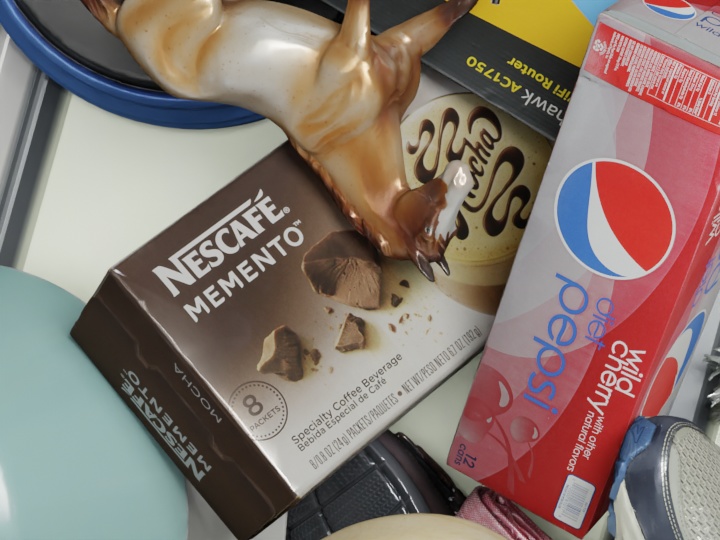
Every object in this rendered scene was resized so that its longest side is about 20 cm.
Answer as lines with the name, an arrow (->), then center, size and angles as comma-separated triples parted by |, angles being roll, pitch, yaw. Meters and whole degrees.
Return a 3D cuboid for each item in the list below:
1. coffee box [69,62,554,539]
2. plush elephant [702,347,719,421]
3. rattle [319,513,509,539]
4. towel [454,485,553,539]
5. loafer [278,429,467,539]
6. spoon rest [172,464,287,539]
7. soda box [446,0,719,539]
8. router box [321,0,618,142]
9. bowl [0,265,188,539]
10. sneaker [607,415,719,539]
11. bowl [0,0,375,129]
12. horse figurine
coffee box -> 0.000, 0.000, 0.903 | 0.200, 0.080, 0.113 | -37, 86, -26
plush elephant -> 0.238, 0.062, 0.881 | 0.200, 0.165, 0.155 | -26, 47, 17
rattle -> -0.015, 0.166, 0.810 | 0.200, 0.130, 0.143 | 8, 44, -11
towel -> 0.047, 0.202, 0.910 | 0.144, 0.023, 0.200 | 41, 117, 11
loafer -> 0.033, 0.133, 0.952 | 0.072, 0.063, 0.200 | -41, 81, 32
spoon rest -> -0.066, 0.110, 0.948 | 0.099, 0.061, 0.200 | -8, 84, 36
soda box -> 0.097, -0.005, 0.824 | 0.063, 0.070, 0.200 | 29, 124, 18
router box -> 0.049, -0.146, 0.846 | 0.200, 0.051, 0.149 | 31, 132, 0
bowl -> -0.179, 0.099, 0.903 | 0.201, 0.105, 0.201 | 1, 93, 21
sneaker -> 0.167, 0.119, 0.828 | 0.200, 0.085, 0.077 | 48, 46, -26
bowl -> -0.073, -0.162, 0.972 | 0.201, 0.039, 0.201 | 0, 87, 3
horse figurine -> -0.034, -0.096, 0.841 | 0.200, 0.050, 0.133 | 24, 115, 6
